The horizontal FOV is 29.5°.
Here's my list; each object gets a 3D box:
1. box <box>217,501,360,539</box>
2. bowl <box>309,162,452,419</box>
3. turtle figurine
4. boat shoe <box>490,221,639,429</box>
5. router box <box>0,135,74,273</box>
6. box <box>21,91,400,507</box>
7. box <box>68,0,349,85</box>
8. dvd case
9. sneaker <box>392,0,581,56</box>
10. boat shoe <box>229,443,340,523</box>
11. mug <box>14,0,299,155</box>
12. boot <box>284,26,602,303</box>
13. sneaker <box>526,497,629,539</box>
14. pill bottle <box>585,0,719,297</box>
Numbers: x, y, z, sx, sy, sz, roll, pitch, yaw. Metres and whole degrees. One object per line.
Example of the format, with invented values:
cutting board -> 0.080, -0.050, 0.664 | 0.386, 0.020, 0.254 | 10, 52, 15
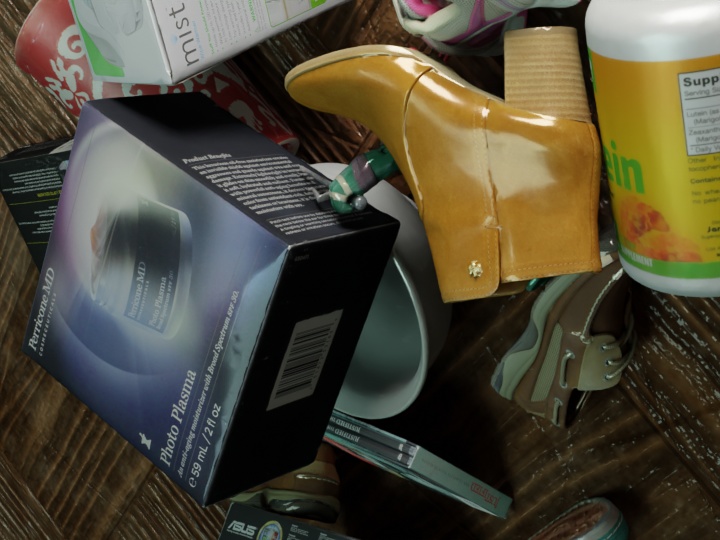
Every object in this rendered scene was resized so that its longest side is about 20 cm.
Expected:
box -> -0.002, 0.258, 1.164 | 0.199, 0.045, 0.160 | 4, 158, 48
bowl -> 0.000, 0.000, 1.008 | 0.200, 0.090, 0.202 | 30, 136, 33
turtle figurine -> 0.045, -0.071, 0.864 | 0.200, 0.149, 0.101 | 45, 130, 24
boat shoe -> 0.149, 0.038, 0.887 | 0.072, 0.076, 0.200 | 42, 150, 14
router box -> -0.263, -0.052, 1.304 | 0.199, 0.051, 0.150 | -1, 116, 50
box -> -0.109, 0.013, 0.924 | 0.198, 0.123, 0.201 | 34, 118, 29
box -> -0.111, -0.244, 0.886 | 0.096, 0.176, 0.202 | 10, 124, 44
dvd case -> 0.007, 0.139, 1.089 | 0.199, 0.022, 0.146 | 18, 168, 43
sneaker -> 0.055, -0.169, 0.781 | 0.200, 0.087, 0.082 | 158, 103, -77
boat shoe -> -0.064, 0.184, 1.239 | 0.200, 0.075, 0.075 | -12, 66, 65
mug -> -0.145, -0.137, 1.077 | 0.200, 0.177, 0.134 | 46, 105, 8
boot -> 0.041, -0.054, 0.773 | 0.200, 0.071, 0.146 | -2, 90, 34
sneaker -> 0.156, 0.234, 1.024 | 0.080, 0.071, 0.200 | 46, 148, 7
pill bottle -> 0.177, -0.099, 0.714 | 0.110, 0.111, 0.202 | 12, 125, 44
